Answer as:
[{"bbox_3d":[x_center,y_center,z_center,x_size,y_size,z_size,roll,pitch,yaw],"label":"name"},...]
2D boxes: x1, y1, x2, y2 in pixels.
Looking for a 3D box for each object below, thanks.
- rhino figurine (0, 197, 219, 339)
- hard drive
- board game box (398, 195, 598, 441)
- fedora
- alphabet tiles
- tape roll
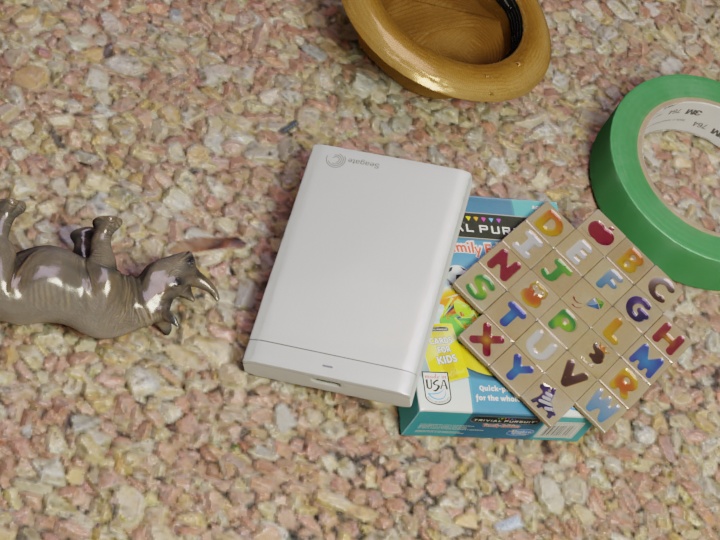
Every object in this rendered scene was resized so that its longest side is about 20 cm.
[{"bbox_3d":[-0.202,0.006,1.305,0.200,0.060,0.088,10,71,-17],"label":"rhino figurine"},{"bbox_3d":[0.000,0.000,1.367,0.132,0.027,0.200,11,62,11],"label":"hard drive"},{"bbox_3d":[0.097,0.035,1.409,0.151,0.047,0.200,4,59,-19],"label":"board game box"},{"bbox_3d":[0.065,-0.208,1.527,0.200,0.082,0.201,13,56,-20],"label":"fedora"},{"bbox_3d":[0.171,0.034,1.405,0.166,0.006,0.200,45,53,8],"label":"alphabet tiles"},{"bbox_3d":[0.302,-0.079,1.557,0.200,0.048,0.201,9,57,-15],"label":"tape roll"}]
